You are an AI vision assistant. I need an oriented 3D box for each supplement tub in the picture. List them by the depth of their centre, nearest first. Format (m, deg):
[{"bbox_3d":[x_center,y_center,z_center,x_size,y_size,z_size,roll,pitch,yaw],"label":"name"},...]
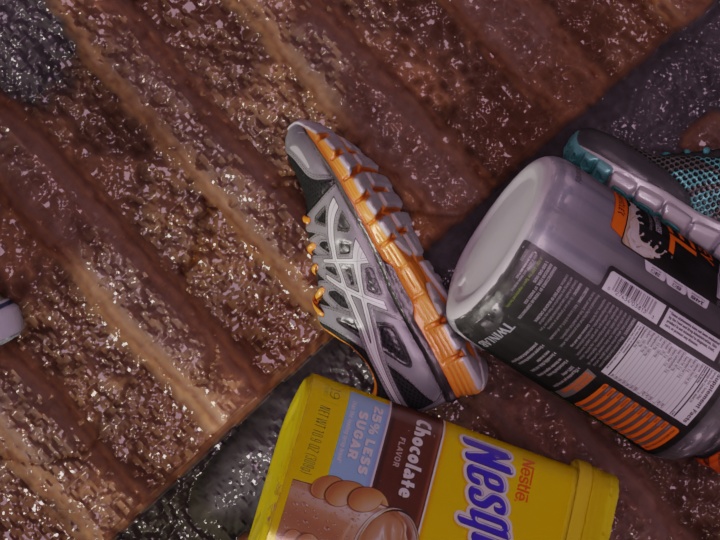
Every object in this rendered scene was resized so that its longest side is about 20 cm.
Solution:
[{"bbox_3d":[0.161,0.031,1.521,0.199,0.123,0.123,32,87,-12],"label":"supplement tub"}]

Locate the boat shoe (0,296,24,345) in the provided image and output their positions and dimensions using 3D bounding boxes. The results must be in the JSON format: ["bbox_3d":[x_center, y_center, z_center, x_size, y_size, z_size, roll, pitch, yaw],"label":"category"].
[{"bbox_3d":[-0.305,0.043,1.548,0.199,0.072,0.062,-16,90,1],"label":"boat shoe"}]

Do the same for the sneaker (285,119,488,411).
[{"bbox_3d":[0.000,0.000,1.556,0.077,0.078,0.201,-31,81,16],"label":"sneaker"}]

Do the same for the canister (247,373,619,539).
[{"bbox_3d":[0.040,0.158,1.511,0.199,0.087,0.149,20,58,-6],"label":"canister"}]

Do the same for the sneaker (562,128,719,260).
[{"bbox_3d":[0.221,-0.046,1.570,0.199,0.078,0.092,27,71,-3],"label":"sneaker"}]
